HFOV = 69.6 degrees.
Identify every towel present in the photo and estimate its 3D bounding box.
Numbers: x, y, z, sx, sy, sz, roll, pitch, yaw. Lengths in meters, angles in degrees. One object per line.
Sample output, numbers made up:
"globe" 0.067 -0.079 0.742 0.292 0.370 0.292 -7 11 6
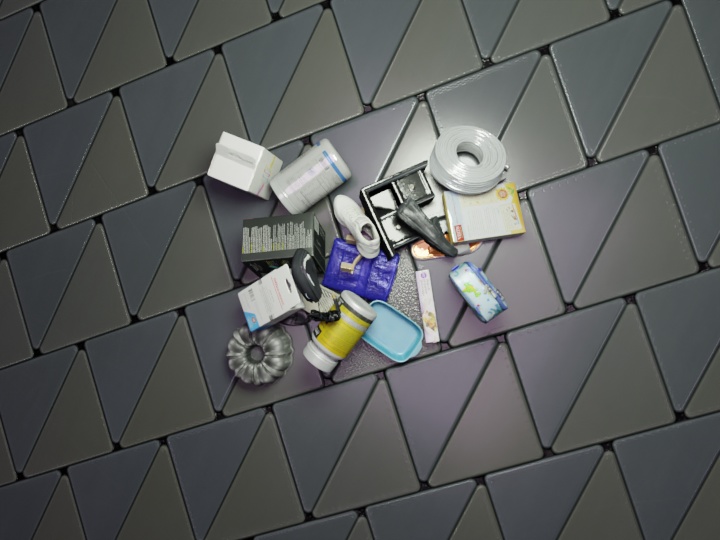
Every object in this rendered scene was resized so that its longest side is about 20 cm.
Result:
"towel" 0.000 0.000 1.461 0.199 0.050 0.149 16 91 8

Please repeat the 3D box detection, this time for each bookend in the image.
"bookend" 0.125 -0.160 1.401 0.198 0.092 0.201 -23 86 -5

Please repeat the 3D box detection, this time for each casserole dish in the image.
"casserole dish" 0.080 0.166 1.442 0.199 0.039 0.121 35 94 -2

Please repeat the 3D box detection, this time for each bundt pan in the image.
"bundt pan" -0.297 0.239 1.492 0.200 0.076 0.203 0 89 8

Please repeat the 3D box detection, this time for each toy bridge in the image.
"toy bridge" -0.007 -0.082 1.437 0.067 0.027 0.201 9 67 2

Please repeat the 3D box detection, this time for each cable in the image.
"cable" 0.285 -0.293 1.374 0.200 0.069 0.200 -39 74 -22

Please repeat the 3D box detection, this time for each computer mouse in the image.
"computer mouse" -0.117 0.045 1.290 0.140 0.046 0.201 3 112 50

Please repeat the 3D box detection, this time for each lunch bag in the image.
"lunch bag" 0.297 0.051 1.340 0.082 0.200 0.161 -39 84 6

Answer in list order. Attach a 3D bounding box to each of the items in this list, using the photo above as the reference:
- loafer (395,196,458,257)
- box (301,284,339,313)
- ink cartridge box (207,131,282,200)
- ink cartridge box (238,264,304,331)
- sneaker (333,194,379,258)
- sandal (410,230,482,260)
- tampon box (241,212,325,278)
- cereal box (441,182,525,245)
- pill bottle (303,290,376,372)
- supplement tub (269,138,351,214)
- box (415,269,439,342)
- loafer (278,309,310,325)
"loafer" 0.181 -0.109 1.335 0.200 0.068 0.071 39 88 -11
"box" -0.101 0.095 1.466 0.199 0.068 0.083 27 95 7
"ink cartridge box" -0.320 -0.287 1.435 0.128 0.200 0.126 22 93 8
"ink cartridge box" -0.226 0.072 1.387 0.199 0.067 0.116 -29 76 31
"sneaker" -0.003 -0.134 1.390 0.075 0.100 0.201 -29 72 -18
"sandal" 0.239 -0.070 1.420 0.205 0.059 0.080 -16 88 8
"tampon box" -0.208 -0.066 1.430 0.198 0.150 0.127 -4 71 8
"cereal box" 0.327 -0.152 1.388 0.199 0.040 0.145 -7 78 -3
"pill bottle" -0.057 0.162 1.368 0.114 0.114 0.200 38 97 7
"supplement tub" -0.137 -0.259 1.443 0.199 0.132 0.132 -35 85 7
"box" 0.186 0.099 1.437 0.038 0.041 0.201 -9 87 8
"loafer" -0.242 0.117 1.490 0.199 0.063 0.072 14 92 8
